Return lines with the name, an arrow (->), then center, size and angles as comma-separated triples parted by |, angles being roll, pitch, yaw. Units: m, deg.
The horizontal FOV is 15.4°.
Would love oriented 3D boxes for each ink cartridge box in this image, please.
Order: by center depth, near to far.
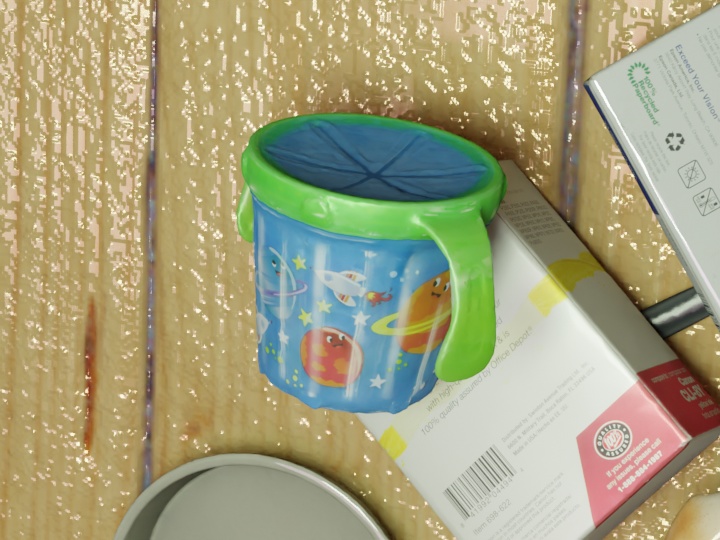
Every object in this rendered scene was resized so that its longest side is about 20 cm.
ink cartridge box -> 0.251, -0.064, 1.410 | 0.200, 0.043, 0.197 | -29, 93, -1
ink cartridge box -> 0.082, 0.057, 1.476 | 0.145, 0.083, 0.200 | -44, 76, 23

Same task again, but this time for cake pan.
cake pan -> -0.056, 0.201, 1.604 | 0.200, 0.037, 0.201 | 5, 105, 19

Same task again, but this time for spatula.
spatula -> 0.215, 0.005, 1.465 | 0.200, 0.021, 0.057 | -28, 93, 24

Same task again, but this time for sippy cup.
sippy cup -> 0.000, 0.000, 1.398 | 0.139, 0.178, 0.131 | 7, 113, -2

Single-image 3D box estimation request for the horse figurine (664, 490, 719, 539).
horse figurine -> 0.224, 0.142, 1.452 | 0.132, 0.050, 0.200 | 31, 127, -31
